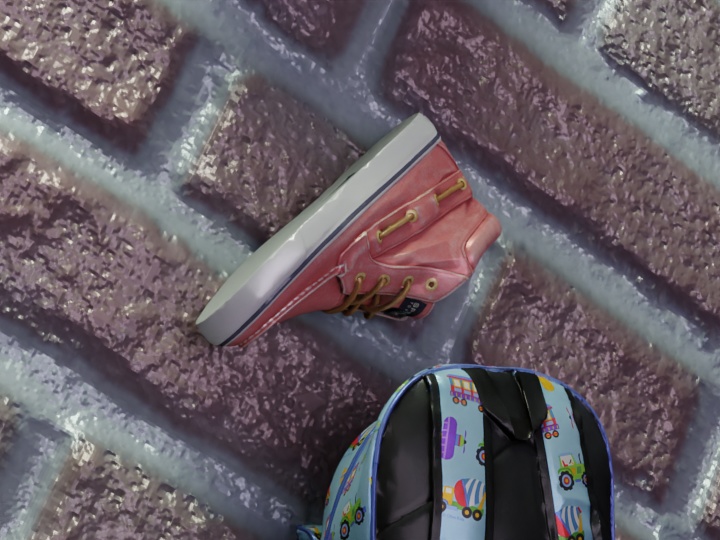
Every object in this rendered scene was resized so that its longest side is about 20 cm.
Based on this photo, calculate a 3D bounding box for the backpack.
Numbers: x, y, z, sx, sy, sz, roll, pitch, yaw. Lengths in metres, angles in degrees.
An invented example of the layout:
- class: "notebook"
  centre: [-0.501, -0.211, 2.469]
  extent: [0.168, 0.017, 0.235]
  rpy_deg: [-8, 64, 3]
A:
- class: "backpack"
  centre: [0.052, 0.156, 1.132]
  extent: [0.182, 0.134, 0.201]
  rpy_deg: [5, 79, -30]

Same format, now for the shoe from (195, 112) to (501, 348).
- class: "shoe"
  centre: [0.000, 0.000, 1.165]
  extent: [0.091, 0.071, 0.200]
  rpy_deg: [51, 56, -7]
